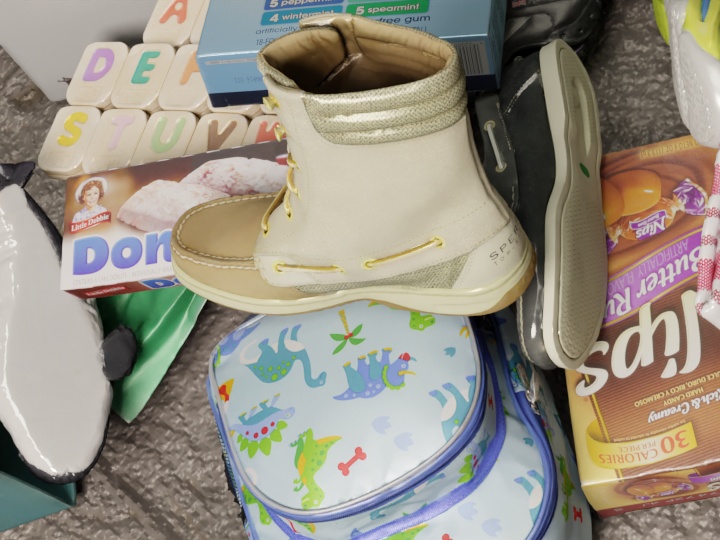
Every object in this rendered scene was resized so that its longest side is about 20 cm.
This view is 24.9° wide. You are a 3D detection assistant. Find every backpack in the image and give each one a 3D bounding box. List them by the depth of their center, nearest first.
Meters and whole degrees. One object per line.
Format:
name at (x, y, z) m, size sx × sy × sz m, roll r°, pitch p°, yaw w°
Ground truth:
backpack at (0.016, 0.100, 0.860) m, size 0.183 × 0.147 × 0.200 m, roll -27°, pitch 56°, yaw 7°

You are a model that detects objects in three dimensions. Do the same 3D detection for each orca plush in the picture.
orca plush at (-0.203, 0.040, 0.978) m, size 0.105 × 0.071 × 0.200 m, roll -24°, pitch 75°, yaw -27°

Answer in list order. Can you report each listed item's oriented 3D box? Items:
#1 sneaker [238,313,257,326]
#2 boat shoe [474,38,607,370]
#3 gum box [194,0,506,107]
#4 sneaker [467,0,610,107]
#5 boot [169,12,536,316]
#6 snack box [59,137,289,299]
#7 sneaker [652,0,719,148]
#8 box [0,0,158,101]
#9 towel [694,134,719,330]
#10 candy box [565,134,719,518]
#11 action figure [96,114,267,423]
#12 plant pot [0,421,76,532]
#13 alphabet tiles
sneaker at (0.000, 0.000, 0.959) m, size 0.200 × 0.085 × 0.075 m, roll -30°, pitch 56°, yaw 5°
boat shoe at (0.094, -0.031, 0.887) m, size 0.067 × 0.072 × 0.201 m, roll -16°, pitch 54°, yaw 25°
gum box at (0.003, -0.185, 0.972) m, size 0.169 × 0.045 × 0.201 m, roll -2°, pitch 48°, yaw 13°
sneaker at (0.134, -0.172, 1.019) m, size 0.200 × 0.076 × 0.088 m, roll -32°, pitch 70°, yaw 8°
boot at (-0.025, -0.050, 0.793) m, size 0.199 × 0.155 × 0.072 m, roll 2°, pitch 49°, yaw 26°
snack box at (-0.079, -0.031, 0.923) m, size 0.199 × 0.024 × 0.072 m, roll -8°, pitch 71°, yaw 23°
sneaker at (0.225, -0.140, 0.923) m, size 0.105 × 0.076 × 0.200 m, roll -7°, pitch 36°, yaw 7°
box at (-0.172, -0.243, 1.092) m, size 0.199 × 0.199 × 0.131 m, roll -18°, pitch 58°, yaw 11°
towel at (0.239, -0.036, 0.847) m, size 0.030 × 0.146 × 0.201 m, roll -14°, pitch 54°, yaw 50°
candy box at (0.170, 0.026, 0.894) m, size 0.116 × 0.056 × 0.201 m, roll -13°, pitch 60°, yaw 15°
action figure at (-0.104, -0.016, 1.003) m, size 0.200 × 0.055 × 0.118 m, roll -51°, pitch 57°, yaw 12°
plant pot at (-0.301, 0.099, 1.002) m, size 0.199 × 0.141 × 0.142 m, roll -26°, pitch 56°, yaw 20°
alphabet tiles at (-0.110, -0.096, 1.001) m, size 0.199 × 0.015 × 0.196 m, roll 6°, pitch 66°, yaw 34°
